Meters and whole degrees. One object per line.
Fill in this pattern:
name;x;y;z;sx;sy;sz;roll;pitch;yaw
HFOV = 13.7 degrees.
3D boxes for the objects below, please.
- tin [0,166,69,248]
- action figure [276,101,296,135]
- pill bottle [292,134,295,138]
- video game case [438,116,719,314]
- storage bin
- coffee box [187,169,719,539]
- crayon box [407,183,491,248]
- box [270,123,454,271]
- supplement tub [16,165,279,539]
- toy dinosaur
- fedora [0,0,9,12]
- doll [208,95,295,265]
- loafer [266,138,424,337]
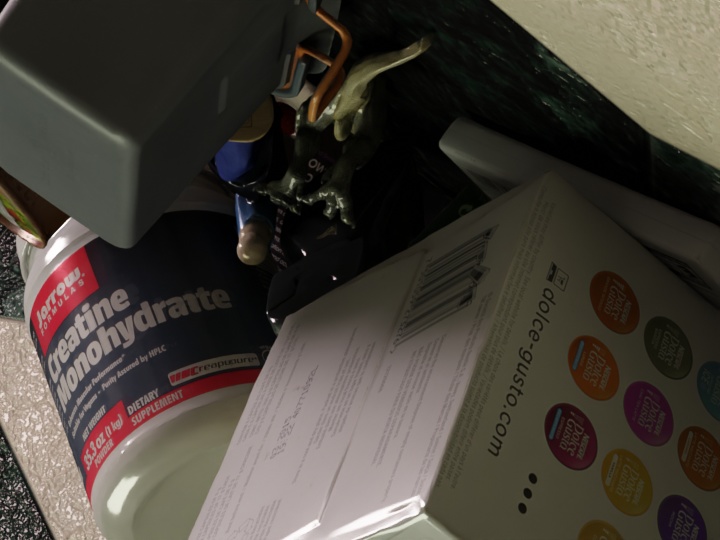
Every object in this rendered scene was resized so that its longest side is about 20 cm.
tin;-0.202;-0.086;1.436;0.112;0.042;0.200;38;168;43
action figure;-0.116;-0.125;1.632;0.200;0.066;0.052;29;148;-20
pill bottle;-0.060;0.026;1.789;0.110;0.200;0.111;0;145;0
video game case;0.149;0.007;1.427;0.182;0.023;0.200;43;170;-38
storage bin;-0.090;-0.096;1.335;0.145;0.134;0.200;34;164;5
coffee box;0.065;0.115;1.351;0.198;0.200;0.200;39;139;-20
crayon box;0.116;0.046;1.568;0.126;0.052;0.200;47;-176;35
box;-0.024;0.027;1.686;0.143;0.200;0.036;34;175;26
supplement tub;-0.099;0.045;1.600;0.140;0.140;0.200;46;-164;-54
toy dinosaur;-0.008;-0.068;1.432;0.047;0.088;0.200;27;175;-6
fedora;-0.196;-0.160;1.481;0.201;0.092;0.201;41;168;10
doll;-0.060;-0.071;1.548;0.200;0.048;0.137;69;-168;-79
loafer;0.000;0.000;1.552;0.072;0.073;0.200;60;-154;-24
